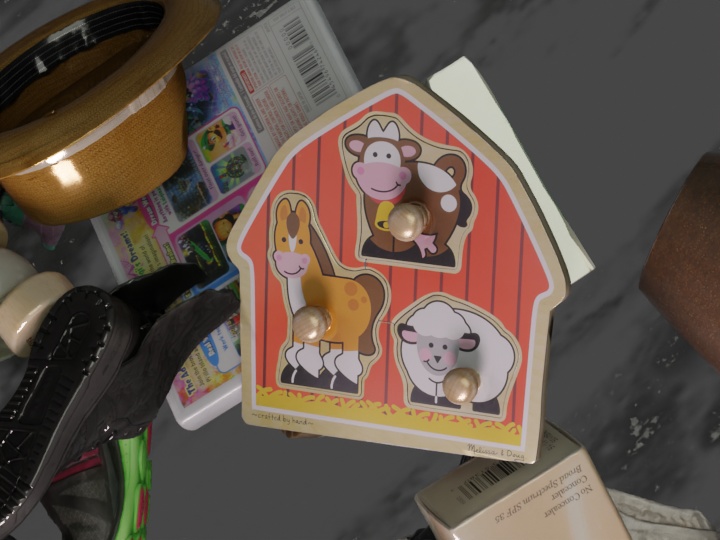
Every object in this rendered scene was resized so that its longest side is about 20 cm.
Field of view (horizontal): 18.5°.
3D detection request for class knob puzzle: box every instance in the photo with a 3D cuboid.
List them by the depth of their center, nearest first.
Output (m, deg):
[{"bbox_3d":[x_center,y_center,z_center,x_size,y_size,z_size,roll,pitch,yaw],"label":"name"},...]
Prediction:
[{"bbox_3d":[0.014,-0.002,1.179,0.218,0.030,0.222,5,103,23],"label":"knob puzzle"}]

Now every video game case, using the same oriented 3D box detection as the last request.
[{"bbox_3d":[-0.064,-0.036,1.287,0.181,0.024,0.201,-32,64,11],"label":"video game case"}]

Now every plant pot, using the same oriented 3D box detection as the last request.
[{"bbox_3d":[0.271,0.016,1.299,0.199,0.187,0.188,27,86,13],"label":"plant pot"}]

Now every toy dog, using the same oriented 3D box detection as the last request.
[{"bbox_3d":[-0.246,0.052,1.236,0.199,0.097,0.133,-21,59,-2],"label":"toy dog"}]

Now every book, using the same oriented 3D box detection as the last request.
[{"bbox_3d":[0.070,-0.043,1.265,0.048,0.200,0.134,-30,89,-5],"label":"book"}]

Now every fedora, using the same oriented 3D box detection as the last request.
[{"bbox_3d":[-0.154,-0.085,1.259,0.200,0.201,0.082,-29,117,-4],"label":"fedora"}]

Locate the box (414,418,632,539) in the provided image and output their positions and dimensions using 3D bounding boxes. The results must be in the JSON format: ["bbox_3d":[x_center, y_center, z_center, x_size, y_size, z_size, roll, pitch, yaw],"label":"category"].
[{"bbox_3d":[0.121,0.196,1.259,0.095,0.078,0.201,-32,105,-7],"label":"box"}]

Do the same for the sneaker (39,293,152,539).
[{"bbox_3d":[-0.167,0.115,1.314,0.083,0.077,0.202,1,77,2],"label":"sneaker"}]

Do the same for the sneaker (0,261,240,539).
[{"bbox_3d":[-0.153,0.078,1.221,0.060,0.104,0.201,35,92,26],"label":"sneaker"}]

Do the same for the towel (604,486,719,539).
[{"bbox_3d":[0.134,0.229,1.338,0.132,0.034,0.202,15,87,-1],"label":"towel"}]

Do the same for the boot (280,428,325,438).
[{"bbox_3d":[0.000,0.000,1.334,0.106,0.075,0.202,0,80,-23],"label":"boot"}]

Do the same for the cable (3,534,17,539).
[{"bbox_3d":[-0.259,0.203,1.216,0.199,0.051,0.164,-25,80,-9],"label":"cable"}]

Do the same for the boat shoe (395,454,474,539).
[{"bbox_3d":[0.042,0.186,1.321,0.067,0.072,0.202,15,93,-3],"label":"boat shoe"}]

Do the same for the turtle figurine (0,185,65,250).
[{"bbox_3d":[-0.277,-0.036,1.303,0.199,0.101,0.151,22,90,-9],"label":"turtle figurine"}]
